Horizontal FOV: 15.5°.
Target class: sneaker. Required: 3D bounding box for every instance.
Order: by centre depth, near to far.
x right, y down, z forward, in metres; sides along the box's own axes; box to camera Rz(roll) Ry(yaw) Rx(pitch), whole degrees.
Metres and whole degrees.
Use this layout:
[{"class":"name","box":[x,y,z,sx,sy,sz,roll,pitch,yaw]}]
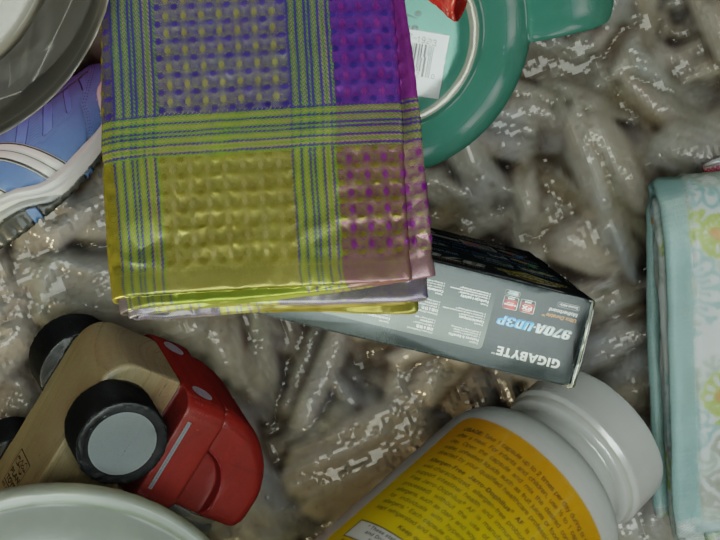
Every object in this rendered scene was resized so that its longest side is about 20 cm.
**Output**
[{"class":"sneaker","box":[-0.200,-0.044,1.286,0.200,0.076,0.077,-35,104,-3]}]

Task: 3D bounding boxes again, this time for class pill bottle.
[{"class":"pill bottle","box":[0.056,0.138,1.311,0.200,0.113,0.113,-39,107,-30]}]

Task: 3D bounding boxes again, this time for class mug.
[{"class":"mug","box":[0.018,-0.131,1.274,0.185,0.114,0.152,-38,105,3]}]

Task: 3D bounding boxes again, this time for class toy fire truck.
[{"class":"toy fire truck","box":[-0.094,0.143,1.332,0.200,0.129,0.176,25,104,-32]}]

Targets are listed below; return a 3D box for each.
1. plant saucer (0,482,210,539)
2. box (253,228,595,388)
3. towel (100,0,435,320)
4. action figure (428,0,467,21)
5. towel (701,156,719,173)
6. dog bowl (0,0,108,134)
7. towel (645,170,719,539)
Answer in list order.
[{"class":"plant saucer","box":[-0.148,0.197,1.262,0.200,0.050,0.200,-4,119,-8]},{"class":"box","box":[0.000,0.000,1.278,0.200,0.159,0.046,13,97,-10]},{"class":"towel","box":[-0.046,-0.075,1.182,0.143,0.023,0.200,-4,79,-3]},{"class":"action figure","box":[-0.034,-0.190,1.149,0.200,0.099,0.065,27,72,10]},{"class":"towel","box":[0.276,0.005,1.382,0.146,0.030,0.200,-24,105,-1]},{"class":"dog bowl","box":[-0.208,-0.150,1.168,0.200,0.059,0.200,-1,102,-6]},{"class":"towel","box":[0.233,0.043,1.354,0.171,0.048,0.200,-5,105,-7]}]
